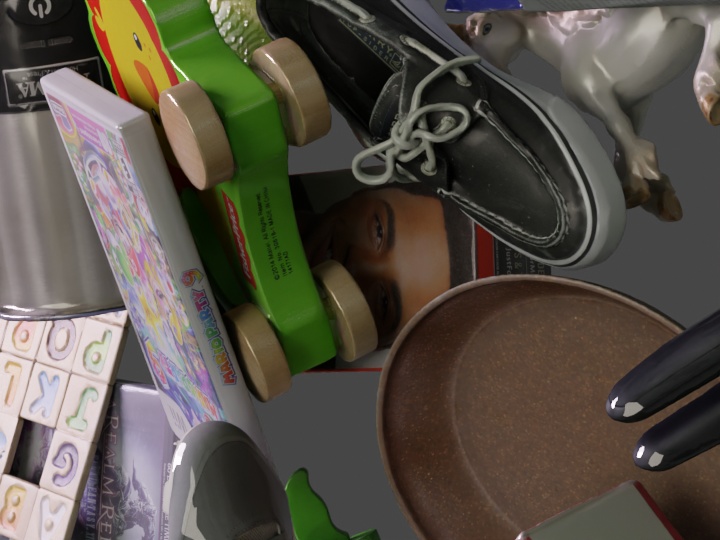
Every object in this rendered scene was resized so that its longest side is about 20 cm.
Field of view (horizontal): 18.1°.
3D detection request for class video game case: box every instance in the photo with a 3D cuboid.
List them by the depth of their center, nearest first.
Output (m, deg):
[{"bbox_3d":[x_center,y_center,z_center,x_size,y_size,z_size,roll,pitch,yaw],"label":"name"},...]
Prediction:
[{"bbox_3d":[-0.096,0.007,1.085,0.143,0.018,0.201,31,142,64],"label":"video game case"},{"bbox_3d":[-0.168,0.130,1.309,0.199,0.019,0.144,6,95,43],"label":"video game case"}]

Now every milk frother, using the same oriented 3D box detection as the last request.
[{"bbox_3d":[-0.174,-0.087,1.242,0.179,0.200,0.190,-4,103,14],"label":"milk frother"}]

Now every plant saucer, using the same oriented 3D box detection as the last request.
[{"bbox_3d":[0.102,0.083,1.006,0.199,0.037,0.202,16,125,23],"label":"plant saucer"}]

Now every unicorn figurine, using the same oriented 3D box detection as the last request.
[{"bbox_3d":[0.121,-0.097,1.014,0.199,0.074,0.138,-31,59,25],"label":"unicorn figurine"}]

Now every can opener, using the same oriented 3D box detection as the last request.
[{"bbox_3d":[0.187,0.014,0.907,0.200,0.064,0.079,-40,18,-3],"label":"can opener"}]

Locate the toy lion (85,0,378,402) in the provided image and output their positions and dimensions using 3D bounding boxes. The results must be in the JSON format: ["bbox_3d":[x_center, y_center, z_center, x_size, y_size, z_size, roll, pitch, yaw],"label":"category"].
[{"bbox_3d":[-0.076,-0.065,1.066,0.192,0.068,0.201,45,155,49],"label":"toy lion"}]

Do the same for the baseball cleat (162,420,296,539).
[{"bbox_3d":[-0.026,0.163,1.006,0.106,0.069,0.202,-3,103,46],"label":"baseball cleat"}]

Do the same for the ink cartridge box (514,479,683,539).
[{"bbox_3d":[0.089,0.212,0.994,0.146,0.083,0.200,53,135,17],"label":"ink cartridge box"}]

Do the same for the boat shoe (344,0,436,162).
[{"bbox_3d":[-0.010,-0.149,1.129,0.072,0.065,0.202,-19,77,41],"label":"boat shoe"}]

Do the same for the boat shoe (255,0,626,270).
[{"bbox_3d":[0.031,-0.070,1.001,0.200,0.068,0.074,49,131,20],"label":"boat shoe"}]

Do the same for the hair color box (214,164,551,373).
[{"bbox_3d":[0.000,0.000,1.124,0.199,0.061,0.102,-5,87,42],"label":"hair color box"}]

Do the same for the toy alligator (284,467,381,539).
[{"bbox_3d":[-0.009,0.200,1.144,0.054,0.059,0.202,-2,89,2],"label":"toy alligator"}]

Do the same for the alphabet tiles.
[{"bbox_3d":[-0.215,0.064,1.334,0.199,0.008,0.168,13,86,42],"label":"alphabet tiles"}]

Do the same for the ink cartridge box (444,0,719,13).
[{"bbox_3d":[0.125,-0.211,0.976,0.199,0.041,0.201,1,75,38],"label":"ink cartridge box"}]
